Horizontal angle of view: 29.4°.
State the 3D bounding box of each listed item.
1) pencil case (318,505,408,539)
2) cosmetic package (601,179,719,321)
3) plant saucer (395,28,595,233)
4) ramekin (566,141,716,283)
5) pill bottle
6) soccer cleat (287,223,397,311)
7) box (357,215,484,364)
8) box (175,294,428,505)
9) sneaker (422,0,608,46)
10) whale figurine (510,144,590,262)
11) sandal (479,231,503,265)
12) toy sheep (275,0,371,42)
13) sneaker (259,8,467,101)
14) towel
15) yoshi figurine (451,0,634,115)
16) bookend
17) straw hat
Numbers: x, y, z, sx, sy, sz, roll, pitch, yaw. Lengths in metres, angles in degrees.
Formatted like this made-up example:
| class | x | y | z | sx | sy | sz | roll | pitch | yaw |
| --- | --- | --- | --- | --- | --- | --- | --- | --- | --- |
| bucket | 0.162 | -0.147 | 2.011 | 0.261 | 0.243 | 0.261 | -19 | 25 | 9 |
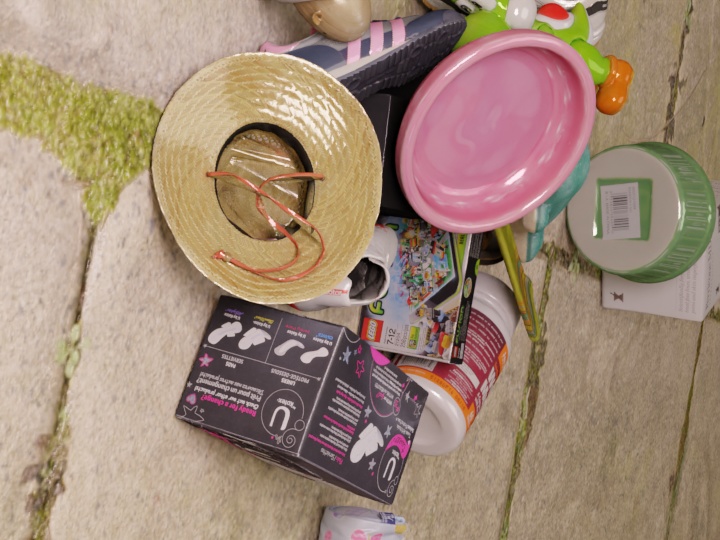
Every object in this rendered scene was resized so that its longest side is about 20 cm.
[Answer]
| class | x | y | z | sx | sy | sz | roll | pitch | yaw |
| --- | --- | --- | --- | --- | --- | --- | --- | --- | --- |
| pencil case | -0.011 | 0.336 | 1.382 | 0.090 | 0.083 | 0.202 | 15 | 85 | -41 |
| cosmetic package | 0.486 | -0.041 | 2.153 | 0.200 | 0.164 | 0.166 | -38 | 130 | -53 |
| plant saucer | 0.116 | -0.130 | 1.234 | 0.199 | 0.051 | 0.202 | -17 | 131 | -20 |
| ramekin | 0.385 | -0.083 | 1.917 | 0.097 | 0.199 | 0.202 | 1 | 98 | -55 |
| pill bottle | 0.099 | 0.097 | 1.496 | 0.200 | 0.109 | 0.110 | -54 | 142 | -41 |
| soccer cleat | 0.000 | 0.000 | 1.300 | 0.200 | 0.085 | 0.069 | -21 | 116 | -60 |
| box | 0.066 | -0.012 | 1.399 | 0.035 | 0.109 | 0.202 | 14 | 85 | -62 |
| box | -0.047 | 0.117 | 1.194 | 0.200 | 0.131 | 0.116 | 43 | 64 | -58 |
| sneaker | 0.156 | -0.290 | 1.392 | 0.088 | 0.198 | 0.076 | 101 | 5 | -45 |
| whale figurine | 0.224 | -0.103 | 1.675 | 0.160 | 0.103 | 0.201 | -88 | 177 | -48 |
| sandal | 0.107 | -0.039 | 1.512 | 0.199 | 0.081 | 0.055 | -9 | 112 | -54 |
| toy sheep | -0.027 | -0.285 | 1.112 | 0.138 | 0.137 | 0.202 | -26 | 109 | -58 |
| sneaker | 0.003 | -0.198 | 1.188 | 0.199 | 0.082 | 0.070 | -27 | 158 | -32 |
| towel | 0.164 | -0.014 | 1.475 | 0.201 | 0.018 | 0.087 | 65 | 13 | -47 |
| yoshi figurine | 0.159 | -0.203 | 1.316 | 0.199 | 0.112 | 0.113 | 28 | 37 | -26 |
| bookend | 0.026 | -0.154 | 1.298 | 0.200 | 0.091 | 0.201 | 5 | 92 | -62 |
| straw hat | -0.082 | -0.067 | 1.111 | 0.085 | 0.199 | 0.203 | 150 | -43 | -71 |
